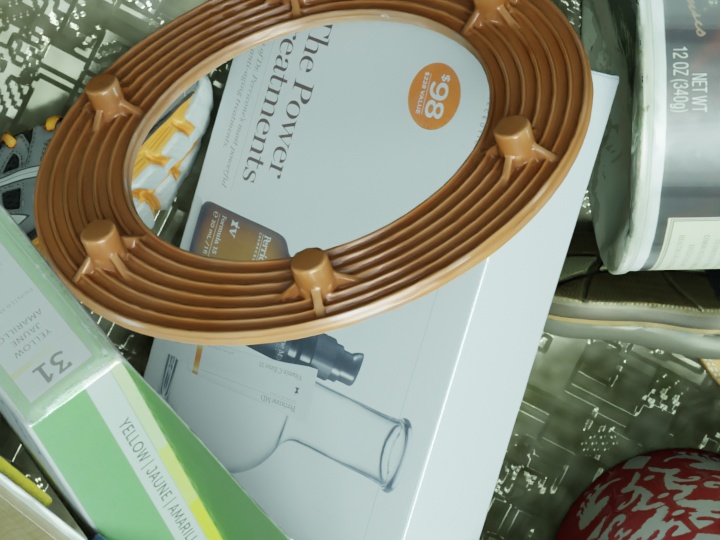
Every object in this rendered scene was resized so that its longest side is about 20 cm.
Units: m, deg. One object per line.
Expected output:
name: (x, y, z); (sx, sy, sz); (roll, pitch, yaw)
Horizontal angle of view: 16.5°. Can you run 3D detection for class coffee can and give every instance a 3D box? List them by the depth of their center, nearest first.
coffee can: (0.190, -0.073, 0.930); (0.198, 0.146, 0.148); (-2, 100, -3)

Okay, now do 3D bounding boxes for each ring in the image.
ring: (-0.019, -0.051, 0.851); (0.199, 0.201, 0.019); (-20, 129, 0)

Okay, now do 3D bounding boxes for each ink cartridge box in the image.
ink cartridge box: (-0.075, 0.079, 0.868); (0.048, 0.200, 0.146); (-35, 143, -10)

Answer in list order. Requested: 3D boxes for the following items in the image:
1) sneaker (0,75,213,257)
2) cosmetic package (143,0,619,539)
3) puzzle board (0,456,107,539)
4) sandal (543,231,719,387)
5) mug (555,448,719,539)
sneaker: (-0.142, -0.019, 0.959); (0.200, 0.078, 0.077); (-40, 80, -3)
cosmetic package: (0.000, 0.000, 0.935); (0.150, 0.051, 0.202); (23, 101, 38)
puzzle board: (-0.155, 0.095, 0.927); (0.150, 0.200, 0.017); (40, 64, -9)
sandal: (0.155, 0.028, 0.986); (0.198, 0.080, 0.054); (7, 115, -3)
mug: (0.120, 0.131, 0.936); (0.177, 0.200, 0.134); (32, 97, -8)
